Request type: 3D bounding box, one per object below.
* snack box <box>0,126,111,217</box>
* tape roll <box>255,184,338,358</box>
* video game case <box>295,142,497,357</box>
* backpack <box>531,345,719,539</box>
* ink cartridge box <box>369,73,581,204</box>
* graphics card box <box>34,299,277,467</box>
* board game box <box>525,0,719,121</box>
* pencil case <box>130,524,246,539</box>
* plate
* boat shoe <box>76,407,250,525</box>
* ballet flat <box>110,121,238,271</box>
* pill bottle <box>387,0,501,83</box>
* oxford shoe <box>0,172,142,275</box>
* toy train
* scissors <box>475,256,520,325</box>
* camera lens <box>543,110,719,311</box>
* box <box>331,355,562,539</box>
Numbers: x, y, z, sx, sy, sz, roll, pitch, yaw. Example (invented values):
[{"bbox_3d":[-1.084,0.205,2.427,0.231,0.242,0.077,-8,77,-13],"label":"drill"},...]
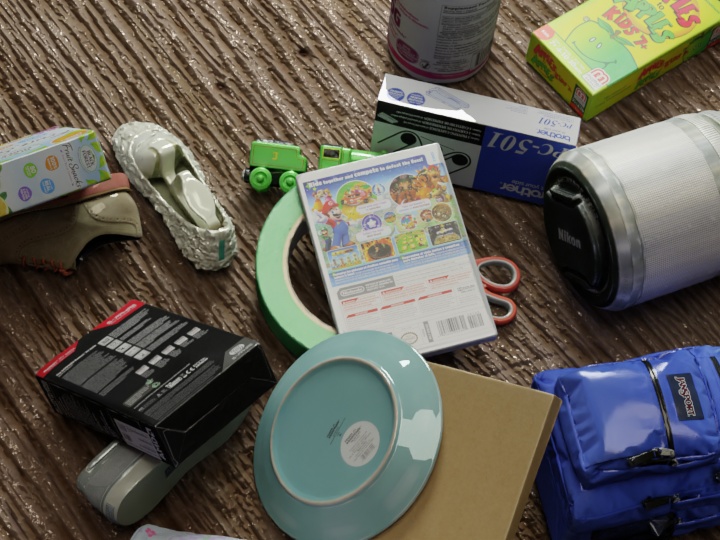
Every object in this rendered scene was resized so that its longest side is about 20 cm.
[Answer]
[{"bbox_3d":[-0.324,-0.089,1.566,0.142,0.200,0.053,-23,103,-16],"label":"snack box"},{"bbox_3d":[0.000,0.000,1.595,0.200,0.048,0.201,1,70,-2],"label":"tape roll"},{"bbox_3d":[0.032,-0.013,1.566,0.143,0.018,0.200,-13,72,-7],"label":"video game case"},{"bbox_3d":[0.263,0.153,1.469,0.200,0.168,0.163,-7,66,-9],"label":"backpack"},{"bbox_3d":[0.112,-0.129,1.677,0.200,0.094,0.044,13,51,4],"label":"ink cartridge box"},{"bbox_3d":[-0.183,0.095,1.481,0.125,0.051,0.200,-39,32,-29],"label":"graphics card box"},{"bbox_3d":[0.287,-0.251,1.795,0.200,0.048,0.102,-31,65,-21],"label":"board game box"},{"bbox_3d":[-0.102,0.270,1.408,0.200,0.083,0.091,9,21,11],"label":"pencil case"},{"bbox_3d":[-0.019,0.143,1.475,0.200,0.026,0.200,-16,60,29],"label":"plate"},{"bbox_3d":[-0.173,0.141,1.503,0.071,0.070,0.201,30,55,25],"label":"boat shoe"},{"bbox_3d":[-0.178,-0.088,1.648,0.072,0.072,0.200,-29,64,-20],"label":"ballet flat"},{"bbox_3d":[0.090,-0.294,1.716,0.113,0.200,0.114,2,58,-3],"label":"pill bottle"},{"bbox_3d":[-0.305,-0.026,1.598,0.200,0.070,0.075,-23,83,-7],"label":"oxford shoe"},{"bbox_3d":[-0.018,-0.097,1.671,0.200,0.042,0.057,6,88,-1],"label":"toy train"},{"bbox_3d":[0.065,-0.010,1.632,0.200,0.014,0.073,24,64,-1],"label":"scissors"},{"bbox_3d":[0.288,-0.060,1.611,0.200,0.160,0.160,-18,62,-15],"label":"camera lens"},{"bbox_3d":[0.068,0.183,1.431,0.163,0.021,0.200,13,77,34],"label":"box"}]
